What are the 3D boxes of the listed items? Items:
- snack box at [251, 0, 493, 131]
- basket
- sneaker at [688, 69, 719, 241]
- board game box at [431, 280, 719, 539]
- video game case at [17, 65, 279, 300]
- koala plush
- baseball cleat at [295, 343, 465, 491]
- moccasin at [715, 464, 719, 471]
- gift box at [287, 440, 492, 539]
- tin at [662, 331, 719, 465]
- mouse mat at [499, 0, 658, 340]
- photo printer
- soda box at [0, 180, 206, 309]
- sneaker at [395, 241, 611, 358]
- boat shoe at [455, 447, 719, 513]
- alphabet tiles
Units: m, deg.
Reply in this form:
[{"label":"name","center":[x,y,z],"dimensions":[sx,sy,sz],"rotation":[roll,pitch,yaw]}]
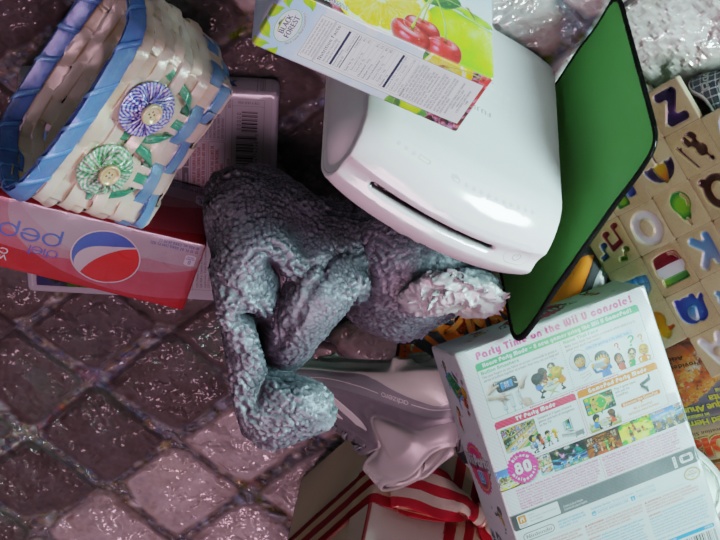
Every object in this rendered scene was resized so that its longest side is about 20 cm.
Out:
[{"label":"snack box","center":[0.010,-0.190,1.500],"dimensions":[0.142,0.200,0.053],"rotation":[23,129,-17]},{"label":"basket","center":[-0.195,-0.133,1.590],"dimensions":[0.200,0.139,0.176],"rotation":[27,110,-20]},{"label":"sneaker","center":[0.274,-0.045,1.683],"dimensions":[0.080,0.076,0.200],"rotation":[-2,103,13]},{"label":"board game box","center":[0.153,0.125,1.691],"dimensions":[0.147,0.064,0.200],"rotation":[-19,98,-12]},{"label":"video game case","center":[-0.152,-0.059,1.740],"dimensions":[0.182,0.022,0.200],"rotation":[3,132,-1]},{"label":"koala plush","center":[0.000,0.000,1.680],"dimensions":[0.200,0.177,0.184],"rotation":[-9,122,2]},{"label":"baseball cleat","center":[-0.008,0.108,1.765],"dimensions":[0.200,0.107,0.070],"rotation":[-2,180,43]},{"label":"moccasin","center":[0.263,0.094,1.824],"dimensions":[0.074,0.078,0.201],"rotation":[5,131,-3]},{"label":"gift box","center":[0.044,0.203,1.865],"dimensions":[0.184,0.200,0.187],"rotation":[21,144,-20]},{"label":"tin","center":[0.232,0.092,1.771],"dimensions":[0.200,0.042,0.112],"rotation":[-14,112,31]},{"label":"mouse mat","center":[0.140,-0.069,1.630],"dimensions":[0.008,0.161,0.200],"rotation":[16,130,-21]},{"label":"photo printer","center":[0.054,-0.092,1.587],"dimensions":[0.166,0.200,0.069],"rotation":[27,127,-19]},{"label":"soda box","center":[-0.210,-0.037,1.705],"dimensions":[0.200,0.063,0.070],"rotation":[13,131,-10]},{"label":"sneaker","center":[0.094,0.033,1.778],"dimensions":[0.112,0.078,0.200],"rotation":[32,117,-12]},{"label":"boat shoe","center":[0.167,0.142,1.772],"dimensions":[0.200,0.076,0.060],"rotation":[21,157,-3]},{"label":"alphabet tiles","center":[0.233,-0.028,1.674],"dimensions":[0.166,0.006,0.200],"rotation":[-30,91,40]}]
